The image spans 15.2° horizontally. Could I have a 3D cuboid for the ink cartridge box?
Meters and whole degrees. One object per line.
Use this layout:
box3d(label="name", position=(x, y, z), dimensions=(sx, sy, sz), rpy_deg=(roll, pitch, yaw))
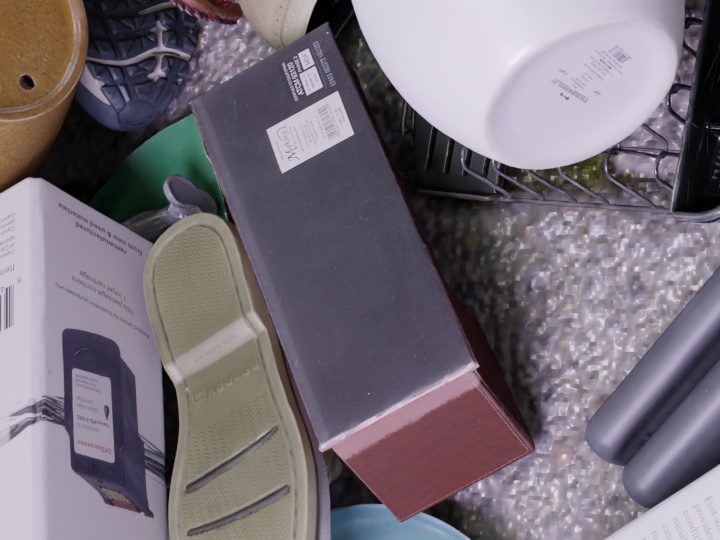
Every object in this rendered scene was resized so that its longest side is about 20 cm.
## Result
box3d(label="ink cartridge box", position=(-0.161, 0.084, 1.151), dimensions=(0.145, 0.084, 0.200), rpy_deg=(-27, 51, 30))

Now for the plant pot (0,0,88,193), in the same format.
box3d(label="plant pot", position=(-0.210, -0.084, 1.207), dimensions=(0.200, 0.186, 0.187), rpy_deg=(-25, 63, 53))

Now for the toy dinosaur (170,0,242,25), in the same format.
box3d(label="toy dinosaur", position=(-0.166, -0.201, 1.259), dimensions=(0.181, 0.105, 0.200), rpy_deg=(23, 137, 50))

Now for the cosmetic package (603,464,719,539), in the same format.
box3d(label="cosmetic package", position=(0.162, 0.119, 0.980), dimensions=(0.200, 0.071, 0.102), rpy_deg=(-36, 58, 26))

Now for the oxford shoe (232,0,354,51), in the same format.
box3d(label="oxford shoe", position=(0.020, -0.173, 1.182), dimensions=(0.200, 0.071, 0.074), rpy_deg=(-47, 68, 27))

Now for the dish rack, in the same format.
box3d(label="dish rack", position=(0.094, -0.095, 1.102), dimensions=(0.200, 0.054, 0.154), rpy_deg=(6, 82, 40))

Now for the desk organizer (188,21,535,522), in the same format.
box3d(label="desk organizer", position=(0.000, 0.000, 1.134), dimensions=(0.072, 0.077, 0.200), rpy_deg=(-29, 51, 8))

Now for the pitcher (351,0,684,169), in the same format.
box3d(label="pitcher", position=(0.030, -0.145, 1.021), dimensions=(0.121, 0.171, 0.200), rpy_deg=(-40, 54, 22))

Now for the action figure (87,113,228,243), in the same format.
box3d(label="action figure", position=(-0.143, 0.015, 1.268), dimensions=(0.200, 0.055, 0.118), rpy_deg=(-24, 67, 37))

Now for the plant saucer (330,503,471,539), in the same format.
box3d(label="plant saucer", position=(0.004, 0.198, 1.117), dimensions=(0.200, 0.027, 0.201), rpy_deg=(-12, 71, 36))

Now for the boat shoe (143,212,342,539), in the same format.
box3d(label="boat shoe", position=(-0.039, 0.073, 1.136), dimensions=(0.075, 0.068, 0.200), rpy_deg=(-23, 60, 27))

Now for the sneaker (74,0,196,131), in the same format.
box3d(label="sneaker", position=(-0.145, -0.131, 1.305), dimensions=(0.086, 0.077, 0.200), rpy_deg=(-58, 47, 35))

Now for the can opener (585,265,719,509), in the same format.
box3d(label="can opener", position=(0.152, 0.004, 1.021), dimensions=(0.200, 0.067, 0.053), rpy_deg=(-51, 52, 17))

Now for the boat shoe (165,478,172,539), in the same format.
box3d(label="boat shoe", position=(-0.131, 0.105, 1.225), dimensions=(0.200, 0.071, 0.063), rpy_deg=(-11, 69, 41))
